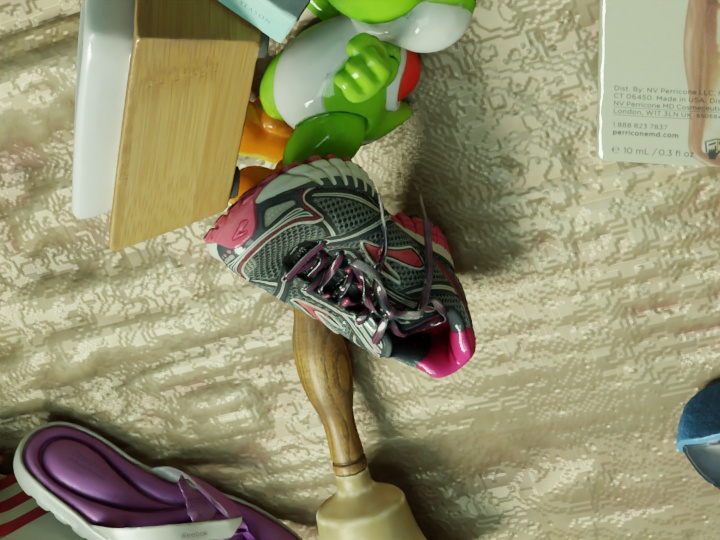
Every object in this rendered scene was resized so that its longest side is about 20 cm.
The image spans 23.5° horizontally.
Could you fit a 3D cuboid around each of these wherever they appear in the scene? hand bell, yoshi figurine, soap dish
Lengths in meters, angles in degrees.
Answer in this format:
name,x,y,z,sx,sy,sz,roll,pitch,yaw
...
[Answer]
name,x,y,z,sx,sy,sz,roll,pitch,yaw
hand bell,-0.010,0.109,1.039,0.104,0.104,0.200,-9,106,21
yoshi figurine,-0.013,-0.118,0.874,0.112,0.112,0.200,40,120,-3
soap dish,-0.091,-0.133,0.816,0.081,0.200,0.157,4,146,-10

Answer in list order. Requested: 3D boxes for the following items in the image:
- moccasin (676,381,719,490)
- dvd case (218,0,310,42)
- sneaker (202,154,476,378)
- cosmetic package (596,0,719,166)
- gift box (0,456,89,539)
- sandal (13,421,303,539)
name,x,y,z,sx,sy,sz,roll,pitch,yaw
moccasin,0.273,0.079,0.940,0.200,0.081,0.068,-13,122,39
dvd case,-0.051,-0.207,0.773,0.146,0.200,0.022,35,141,-6
sneaker,0.000,0.000,0.896,0.081,0.075,0.200,-38,148,22
cosmetic package,0.156,-0.158,0.801,0.087,0.103,0.200,3,123,12
gift box,-0.246,0.229,1.116,0.200,0.185,0.187,8,132,7
sandal,-0.124,0.150,1.081,0.202,0.083,0.050,23,137,3
